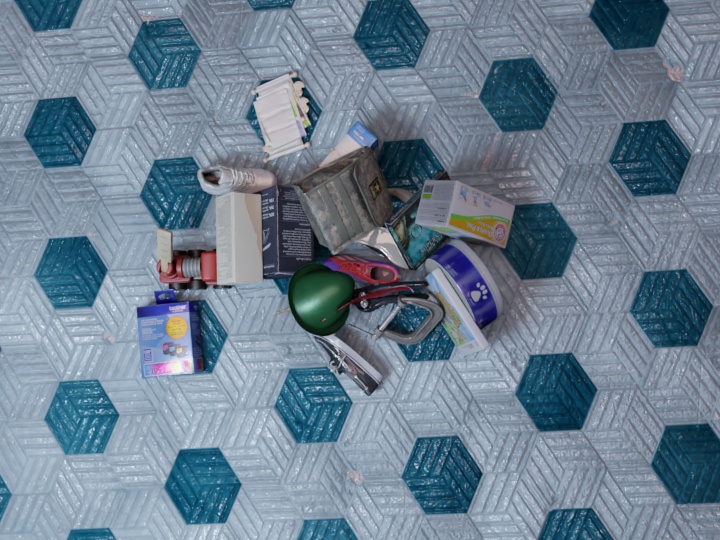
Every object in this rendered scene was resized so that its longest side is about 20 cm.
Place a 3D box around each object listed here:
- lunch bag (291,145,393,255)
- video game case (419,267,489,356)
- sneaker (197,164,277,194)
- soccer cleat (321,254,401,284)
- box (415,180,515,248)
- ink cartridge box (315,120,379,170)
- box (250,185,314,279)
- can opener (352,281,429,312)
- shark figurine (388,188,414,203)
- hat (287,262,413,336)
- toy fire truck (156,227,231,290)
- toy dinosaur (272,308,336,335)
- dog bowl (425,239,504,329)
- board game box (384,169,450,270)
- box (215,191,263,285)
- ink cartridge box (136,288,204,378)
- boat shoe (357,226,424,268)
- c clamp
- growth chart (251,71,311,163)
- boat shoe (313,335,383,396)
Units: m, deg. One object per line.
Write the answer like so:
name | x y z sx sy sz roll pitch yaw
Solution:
lunch bag | -0.025 -0.161 1.623 0.198 0.117 0.166 -32 119 -12
video game case | 0.205 0.098 1.647 0.022 0.182 0.202 -31 84 -11
sneaker | -0.300 -0.214 1.749 0.195 0.099 0.080 0 86 4
soccer cleat | 0.000 0.000 1.724 0.196 0.073 0.070 8 87 5
box | 0.238 -0.126 1.646 0.197 0.112 0.103 16 87 -37
ink cartridge box | -0.045 -0.244 1.723 0.067 0.116 0.201 41 89 6
box | -0.188 -0.084 1.695 0.103 0.147 0.205 1 86 -38
can opener | 0.067 0.053 1.679 0.197 0.078 0.065 -14 93 31
shark figurine | 0.115 -0.153 1.721 0.214 0.090 0.129 41 88 4
hat | -0.035 0.036 1.583 0.199 0.175 0.168 -31 94 -43
toy fire truck | -0.395 -0.024 1.692 0.172 0.200 0.132 -1 86 4
toy dinosaur | -0.110 0.099 1.723 0.198 0.105 0.062 16 106 48
dog bowl | 0.232 0.037 1.635 0.078 0.200 0.202 -33 84 -10
board game box | 0.154 -0.117 1.675 0.200 0.028 0.136 -45 120 -21
box | -0.277 -0.070 1.665 0.077 0.094 0.205 1 86 -37
ink cartridge box | -0.458 0.150 1.749 0.133 0.076 0.205 -7 84 4
boat shoe | 0.064 -0.064 1.730 0.197 0.060 0.075 23 94 3
c clamp | 0.089 0.116 1.670 0.169 0.200 0.027 25 45 -18
growth chart | -0.191 -0.379 1.794 0.142 0.018 0.204 -13 85 3
boat shoe | -0.042 0.217 1.713 0.198 0.074 0.068 40 75 -3
